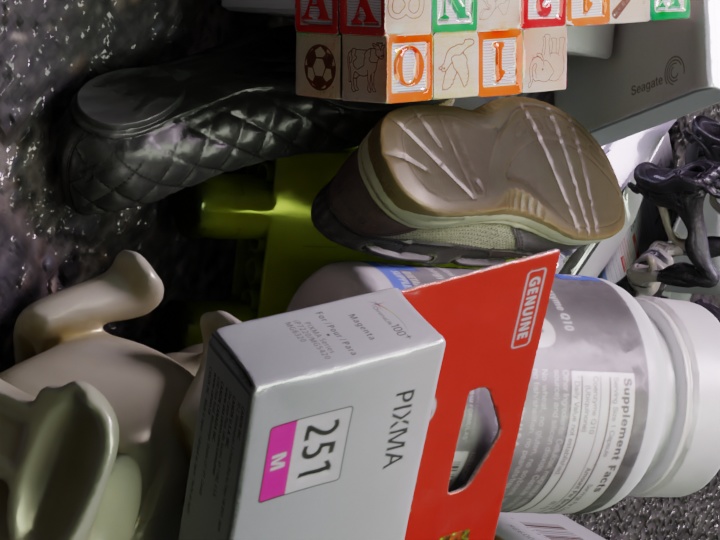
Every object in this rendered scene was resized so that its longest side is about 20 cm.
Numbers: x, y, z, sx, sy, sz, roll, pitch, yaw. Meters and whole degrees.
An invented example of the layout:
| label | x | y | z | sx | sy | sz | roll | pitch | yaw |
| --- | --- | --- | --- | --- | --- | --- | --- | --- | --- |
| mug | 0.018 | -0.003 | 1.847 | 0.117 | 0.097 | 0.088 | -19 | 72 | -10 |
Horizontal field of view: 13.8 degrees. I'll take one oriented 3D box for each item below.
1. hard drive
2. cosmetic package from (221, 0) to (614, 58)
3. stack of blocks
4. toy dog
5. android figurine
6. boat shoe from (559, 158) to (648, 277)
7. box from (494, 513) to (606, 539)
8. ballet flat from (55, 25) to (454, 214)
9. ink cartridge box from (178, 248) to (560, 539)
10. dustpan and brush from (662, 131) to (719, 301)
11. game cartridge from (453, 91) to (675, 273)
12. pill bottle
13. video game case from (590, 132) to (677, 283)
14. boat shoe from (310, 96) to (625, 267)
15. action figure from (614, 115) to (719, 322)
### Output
| label | x | y | z | sx | sy | sz | roll | pitch | yaw |
| --- | --- | --- | --- | --- | --- | --- | --- | --- | --- |
| hard drive | 0.135 | -0.171 | 1.465 | 0.027 | 0.132 | 0.200 | 4 | 78 | -29 |
| cosmetic package | 0.034 | -0.159 | 1.402 | 0.200 | 0.074 | 0.102 | 6 | 92 | -45 |
| stack of blocks | 0.062 | -0.139 | 1.342 | 0.200 | 0.059 | 0.115 | -8 | 101 | -43 |
| toy dog | -0.102 | 0.092 | 1.290 | 0.200 | 0.139 | 0.194 | -10 | 110 | -53 |
| android figurine | 0.000 | 0.000 | 1.422 | 0.200 | 0.041 | 0.182 | -1 | 104 | -31 |
| boat shoe | 0.087 | -0.016 | 1.552 | 0.064 | 0.071 | 0.200 | 48 | 62 | -46 |
| box | 0.067 | 0.228 | 1.520 | 0.106 | 0.152 | 0.200 | 10 | 104 | -53 |
| ballet flat | -0.047 | -0.070 | 1.346 | 0.200 | 0.067 | 0.057 | -11 | 137 | -28 |
| ink cartridge box | 0.007 | 0.097 | 1.260 | 0.173 | 0.044 | 0.200 | -13 | 131 | -29 |
| dustpan and brush | 0.189 | -0.011 | 1.663 | 0.140 | 0.057 | 0.200 | -47 | 146 | -56 |
| game cartridge | 0.102 | -0.104 | 1.529 | 0.130 | 0.038 | 0.200 | 46 | 60 | -11 |
| pill bottle | 0.070 | 0.056 | 1.387 | 0.200 | 0.114 | 0.114 | 3 | 100 | -31 |
| video game case | 0.125 | 0.035 | 1.632 | 0.200 | 0.018 | 0.143 | -62 | 160 | -17 |
| boat shoe | 0.049 | -0.037 | 1.375 | 0.201 | 0.066 | 0.072 | 0 | 67 | -55 |
| action figure | 0.170 | 0.027 | 1.550 | 0.119 | 0.102 | 0.200 | -32 | 145 | -48 |
